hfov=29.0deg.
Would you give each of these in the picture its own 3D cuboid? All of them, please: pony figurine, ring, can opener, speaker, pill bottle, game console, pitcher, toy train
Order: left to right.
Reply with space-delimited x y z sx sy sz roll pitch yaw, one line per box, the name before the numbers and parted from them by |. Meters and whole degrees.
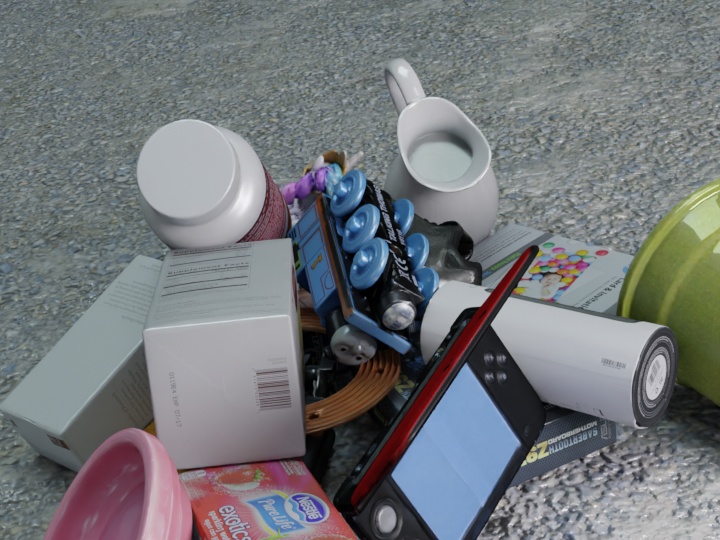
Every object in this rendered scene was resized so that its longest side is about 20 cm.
pill bottle | -0.130 -0.060 1.231 0.112 0.114 0.200 -7 -14 5
pony figurine | -0.088 -0.050 1.412 0.191 0.200 0.168 -21 72 -12
ring | -0.063 0.089 1.194 0.198 0.019 0.201 -4 27 2
can opener | -0.057 0.135 1.185 0.066 0.054 0.201 0 29 12
toy train | 0.000 0.000 1.214 0.114 0.086 0.201 -49 31 23
pitcher | 0.072 -0.109 1.424 0.120 0.200 0.173 -22 67 -5
game console | 0.082 0.113 0.979 0.118 0.173 0.200 -8 36 49
speaker | 0.147 0.065 1.115 0.198 0.082 0.081 12 33 37

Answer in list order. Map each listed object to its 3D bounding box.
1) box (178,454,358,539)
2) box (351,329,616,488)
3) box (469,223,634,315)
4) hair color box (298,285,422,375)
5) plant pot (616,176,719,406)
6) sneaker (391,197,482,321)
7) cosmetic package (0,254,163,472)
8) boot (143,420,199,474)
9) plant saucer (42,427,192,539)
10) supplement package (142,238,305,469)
box | -0.057 0.212 0.949 0.094 0.101 0.200 -10 18 -16
box | 0.100 0.109 1.188 0.156 0.052 0.200 -19 28 -18
box | 0.174 0.020 1.353 0.155 0.042 0.199 -30 34 -34
hair color box | -0.045 0.056 1.333 0.198 0.061 0.100 -23 29 -24
plant pot | 0.336 0.052 1.097 0.198 0.202 0.184 -19 39 -19
sneaker | 0.058 -0.022 1.320 0.089 0.067 0.200 -12 33 -15
cosmetic package | -0.217 0.084 1.256 0.101 0.074 0.200 14 55 43
boot | -0.123 0.156 1.148 0.199 0.072 0.144 3 29 33
plant saucer | -0.175 0.212 0.968 0.050 0.202 0.201 25 13 -26
supplement package | -0.101 0.058 1.089 0.108 0.115 0.200 -6 18 -1
